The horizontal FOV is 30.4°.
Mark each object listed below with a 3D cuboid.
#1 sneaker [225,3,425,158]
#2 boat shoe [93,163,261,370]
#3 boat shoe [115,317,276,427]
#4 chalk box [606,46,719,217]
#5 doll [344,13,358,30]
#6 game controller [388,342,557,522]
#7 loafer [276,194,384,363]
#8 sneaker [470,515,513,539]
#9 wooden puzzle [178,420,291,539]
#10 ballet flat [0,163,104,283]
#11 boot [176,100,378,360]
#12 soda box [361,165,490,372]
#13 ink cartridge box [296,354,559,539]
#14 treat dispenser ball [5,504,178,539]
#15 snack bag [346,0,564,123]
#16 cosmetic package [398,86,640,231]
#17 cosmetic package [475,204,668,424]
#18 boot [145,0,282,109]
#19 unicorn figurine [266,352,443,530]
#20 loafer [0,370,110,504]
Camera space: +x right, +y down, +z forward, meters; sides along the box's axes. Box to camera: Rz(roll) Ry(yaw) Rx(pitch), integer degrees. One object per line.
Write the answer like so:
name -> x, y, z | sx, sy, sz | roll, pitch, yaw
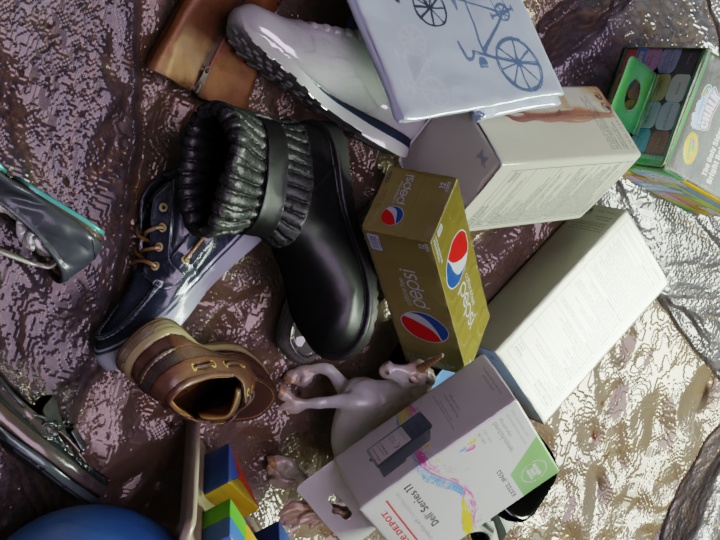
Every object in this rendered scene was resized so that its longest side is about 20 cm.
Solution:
sneaker -> -0.023, -0.173, 1.101 | 0.199, 0.076, 0.081 | 31, 90, -32
boat shoe -> -0.164, -0.015, 1.093 | 0.200, 0.070, 0.091 | -47, 117, -22
boat shoe -> -0.124, 0.099, 1.089 | 0.072, 0.068, 0.200 | -47, 152, 6
chalk box -> 0.316, -0.143, 1.309 | 0.198, 0.123, 0.126 | 24, 88, -29
doll -> 0.038, -0.203, 1.182 | 0.199, 0.048, 0.138 | -35, 134, -19
game controller -> 0.105, 0.139, 1.233 | 0.201, 0.042, 0.104 | 50, 34, -2
loafer -> 0.000, 0.000, 1.183 | 0.070, 0.070, 0.201 | 43, 77, -28
sneaker -> 0.073, 0.215, 1.258 | 0.198, 0.075, 0.089 | 24, 91, -27
wooden puzzle -> -0.093, 0.238, 1.107 | 0.046, 0.186, 0.202 | -23, 113, 4
ballet flat -> -0.286, -0.058, 1.016 | 0.200, 0.073, 0.073 | 42, 78, -30
boot -> -0.068, -0.027, 1.060 | 0.157, 0.079, 0.214 | -5, 82, -57
soda box -> 0.060, 0.004, 1.129 | 0.201, 0.063, 0.068 | 71, 37, -52
ink cartridge box -> 0.058, 0.178, 1.131 | 0.199, 0.068, 0.117 | -35, 132, 1
treat dispenser ball -> -0.211, 0.287, 1.037 | 0.198, 0.200, 0.204 | -5, 101, -28
snack bag -> 0.067, -0.209, 1.102 | 0.198, 0.021, 0.191 | -15, 78, -38
cosmetic package -> 0.145, -0.102, 1.192 | 0.198, 0.103, 0.088 | -8, 60, -44
cosmetic package -> 0.201, 0.039, 1.301 | 0.200, 0.073, 0.104 | -44, 116, -16
boot -> -0.066, -0.223, 1.115 | 0.187, 0.068, 0.202 | 18, 95, -42
unicorn figurine -> -0.009, 0.136, 1.175 | 0.135, 0.074, 0.203 | 10, 112, 1
loafer -> -0.270, 0.113, 1.053 | 0.200, 0.072, 0.063 | 42, 72, -26
